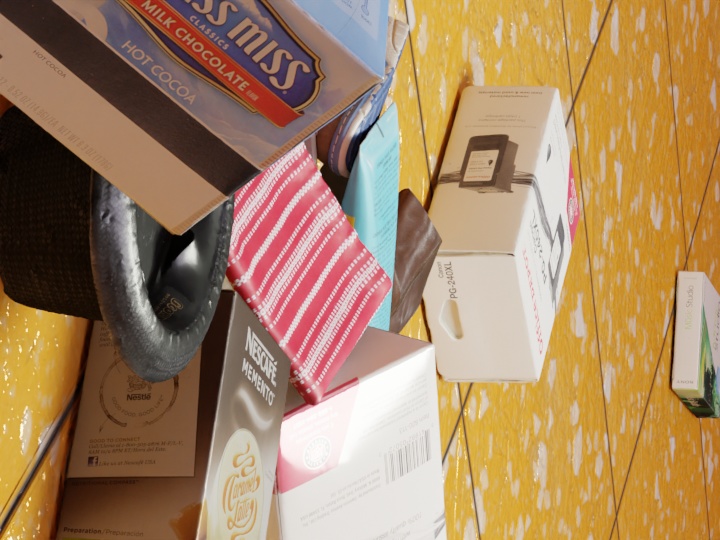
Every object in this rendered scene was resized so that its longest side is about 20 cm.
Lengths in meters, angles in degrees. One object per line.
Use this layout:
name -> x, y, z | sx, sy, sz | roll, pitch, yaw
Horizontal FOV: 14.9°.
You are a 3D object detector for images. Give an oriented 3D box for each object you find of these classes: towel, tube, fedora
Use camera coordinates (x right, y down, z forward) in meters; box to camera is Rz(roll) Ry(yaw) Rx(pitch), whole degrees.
towel -> -0.053, -0.037, 1.585 | 0.200, 0.022, 0.145 | 60, 29, -15
tube -> 0.000, 0.000, 1.709 | 0.077, 0.050, 0.200 | -65, 165, -63
fedora -> -0.127, -0.042, 1.339 | 0.201, 0.091, 0.201 | -1, 90, -77

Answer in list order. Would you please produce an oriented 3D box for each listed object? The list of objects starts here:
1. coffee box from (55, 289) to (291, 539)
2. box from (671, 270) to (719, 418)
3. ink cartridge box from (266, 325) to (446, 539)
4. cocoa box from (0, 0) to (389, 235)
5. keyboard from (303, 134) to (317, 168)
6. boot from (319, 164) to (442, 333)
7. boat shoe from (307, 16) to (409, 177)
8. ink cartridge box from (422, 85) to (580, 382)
coffee box -> -0.101, 0.120, 1.465 | 0.114, 0.080, 0.200 | 56, 38, -64
box -> 0.409, 0.091, 3.313 | 0.200, 0.036, 0.145 | 37, 55, -69
ink cartridge box -> -0.024, 0.149, 1.646 | 0.146, 0.083, 0.200 | -25, 119, -43
cocoa box -> -0.098, -0.143, 1.178 | 0.200, 0.131, 0.133 | 40, 31, -25
keyboard -> -0.052, -0.057, 1.665 | 0.011, 0.056, 0.200 | -48, 137, -64
boot -> 0.015, -0.027, 1.883 | 0.200, 0.064, 0.187 | -48, 150, -61
boat shoe -> -0.020, -0.116, 1.735 | 0.200, 0.072, 0.072 | -74, -175, -69
ink cartridge box -> 0.112, -0.028, 2.184 | 0.200, 0.083, 0.145 | -73, 158, -43
